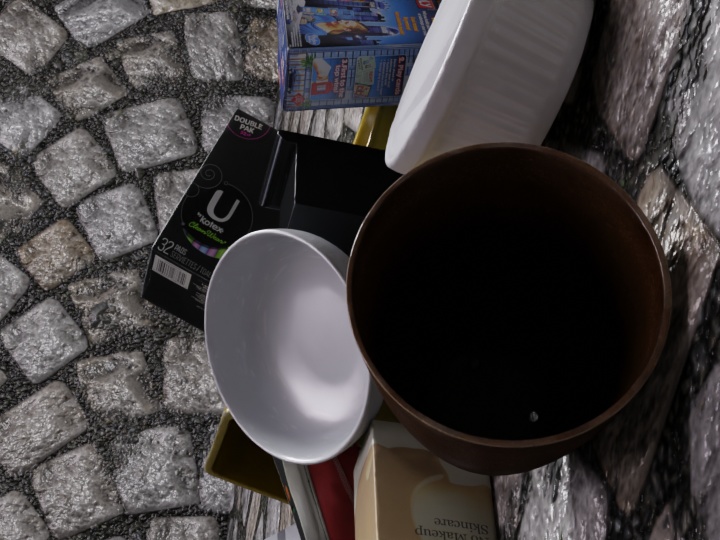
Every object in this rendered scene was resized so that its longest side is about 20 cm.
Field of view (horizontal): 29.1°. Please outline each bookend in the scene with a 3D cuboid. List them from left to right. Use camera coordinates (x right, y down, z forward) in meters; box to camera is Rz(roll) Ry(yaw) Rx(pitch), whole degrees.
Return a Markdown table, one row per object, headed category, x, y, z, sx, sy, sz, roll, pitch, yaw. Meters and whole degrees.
| category | x | y | z | sx | sy | sz | roll | pitch | yaw |
| --- | --- | --- | --- | --- | --- | --- | --- | --- | --- |
| bookend | 0.010 | -0.012 | 1.242 | 0.202 | 0.196 | 0.093 | -92 | 17 | -46 |

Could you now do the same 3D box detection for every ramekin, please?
| category | x | y | z | sx | sy | sz | roll | pitch | yaw |
| --- | --- | --- | --- | --- | --- | --- | --- | --- | --- |
| ramekin | 0.099 | -0.153 | 1.046 | 0.202 | 0.093 | 0.205 | -156 | 90 | -83 |

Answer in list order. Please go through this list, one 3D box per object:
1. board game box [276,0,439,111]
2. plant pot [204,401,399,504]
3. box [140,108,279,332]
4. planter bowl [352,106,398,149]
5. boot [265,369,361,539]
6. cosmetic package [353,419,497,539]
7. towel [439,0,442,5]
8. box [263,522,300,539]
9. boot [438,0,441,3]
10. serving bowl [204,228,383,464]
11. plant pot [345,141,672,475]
| category | x | y | z | sx | sy | sz | roll | pitch | yaw |
| --- | --- | --- | --- | --- | --- | --- | --- | --- | --- |
| board game box | 0.024 | -0.210 | 1.270 | 0.201 | 0.197 | 0.062 | -98 | 14 | -57 |
| plant pot | -0.032 | 0.124 | 1.445 | 0.196 | 0.192 | 0.202 | 117 | 173 | -62 |
| box | -0.125 | -0.041 | 1.501 | 0.201 | 0.147 | 0.125 | -62 | 1 | -29 |
| planter bowl | 0.029 | -0.103 | 1.519 | 0.200 | 0.082 | 0.203 | -162 | 90 | -83 |
| boot | -0.006 | 0.165 | 1.279 | 0.072 | 0.143 | 0.202 | 128 | 124 | -76 |
| cosmetic package | 0.051 | 0.220 | 1.086 | 0.201 | 0.104 | 0.072 | -94 | 16 | -48 |
| towel | 0.097 | -0.237 | 1.379 | 0.201 | 0.048 | 0.113 | 111 | 165 | -54 |
| box | -0.030 | 0.315 | 1.348 | 0.199 | 0.041 | 0.158 | -32 | 52 | 38 |
| boot | 0.025 | -0.247 | 1.485 | 0.200 | 0.074 | 0.155 | -41 | 9 | 9 |
| serving bowl | -0.045 | 0.060 | 1.187 | 0.198 | 0.065 | 0.203 | 12 | 108 | 41 |
| plant pot | 0.087 | 0.053 | 0.873 | 0.201 | 0.184 | 0.189 | 85 | -172 | -64 |
